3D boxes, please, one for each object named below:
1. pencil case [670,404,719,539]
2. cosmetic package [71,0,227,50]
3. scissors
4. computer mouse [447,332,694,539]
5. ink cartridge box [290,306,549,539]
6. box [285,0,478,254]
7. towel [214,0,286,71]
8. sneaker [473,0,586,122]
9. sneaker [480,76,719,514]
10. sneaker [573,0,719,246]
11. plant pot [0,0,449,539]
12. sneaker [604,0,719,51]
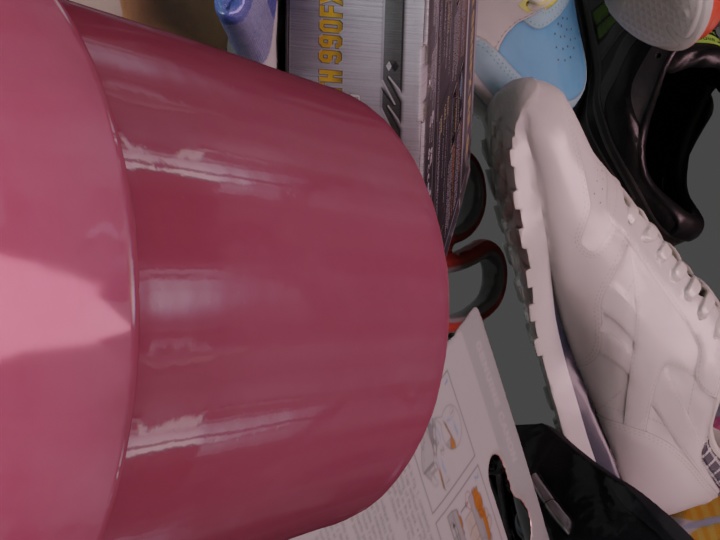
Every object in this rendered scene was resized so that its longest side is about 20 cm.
[{"bbox_3d":[0.146,0.124,1.193,0.091,0.083,0.201,102,7,-63],"label":"pencil case"},{"bbox_3d":[-0.093,-0.137,0.874,0.105,0.071,0.202,12,79,-54],"label":"cosmetic package"},{"bbox_3d":[0.000,0.000,1.051,0.200,0.014,0.074,-19,106,-55],"label":"scissors"},{"bbox_3d":[0.088,0.119,1.056,0.046,0.200,0.141,-37,128,-10],"label":"computer mouse"},{"bbox_3d":[0.004,0.128,0.906,0.200,0.047,0.161,-49,127,-51],"label":"ink cartridge box"},{"bbox_3d":[0.010,-0.095,0.943,0.159,0.048,0.201,-72,166,-62],"label":"box"},{"bbox_3d":[-0.024,-0.116,0.937,0.200,0.024,0.148,70,26,-74],"label":"towel"},{"bbox_3d":[0.077,-0.139,1.063,0.080,0.130,0.201,-56,133,-40],"label":"sneaker"},{"bbox_3d":[0.104,0.009,1.118,0.077,0.080,0.201,-98,171,-65],"label":"sneaker"},{"bbox_3d":[0.126,-0.102,1.171,0.071,0.082,0.201,14,78,-52],"label":"sneaker"},{"bbox_3d":[-0.083,0.010,0.745,0.178,0.199,0.202,-1,90,-39],"label":"plant pot"},{"bbox_3d":[0.115,-0.189,1.126,0.082,0.077,0.201,-18,86,-30],"label":"sneaker"}]
